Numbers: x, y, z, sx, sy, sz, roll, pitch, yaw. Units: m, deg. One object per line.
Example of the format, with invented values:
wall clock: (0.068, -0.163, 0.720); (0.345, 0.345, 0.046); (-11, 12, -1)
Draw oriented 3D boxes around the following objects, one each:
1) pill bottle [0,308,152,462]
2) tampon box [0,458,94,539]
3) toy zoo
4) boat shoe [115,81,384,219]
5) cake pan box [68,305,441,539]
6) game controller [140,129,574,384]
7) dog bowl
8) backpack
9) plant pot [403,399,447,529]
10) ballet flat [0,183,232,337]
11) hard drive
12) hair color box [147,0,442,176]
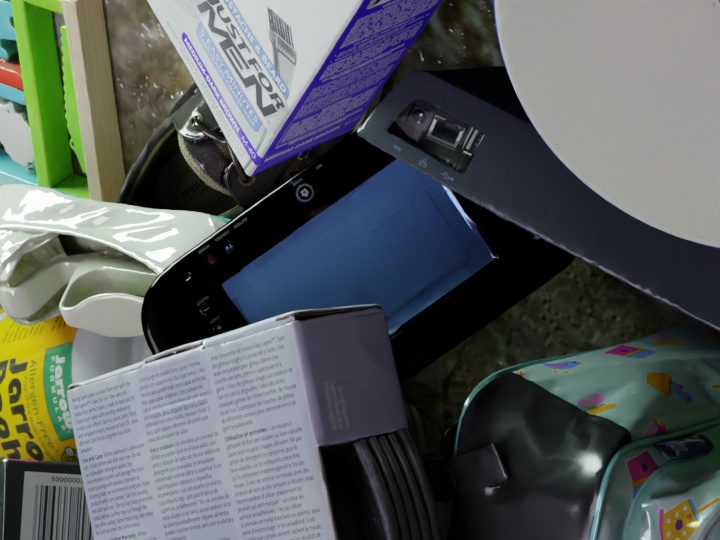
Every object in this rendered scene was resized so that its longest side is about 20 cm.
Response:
pill bottle: (-0.122, 0.060, 1.520); (0.200, 0.113, 0.113); (-14, 108, 48)
tampon box: (-0.107, 0.166, 1.433); (0.200, 0.149, 0.127); (134, 139, -77)
toy zoo: (-0.208, -0.110, 1.548); (0.200, 0.020, 0.132); (21, 131, 32)
boat shoe: (-0.055, -0.060, 1.404); (0.073, 0.065, 0.200); (48, 141, 4)
cake pan box: (-0.042, 0.119, 1.237); (0.200, 0.052, 0.185); (-20, 82, 54)
game controller: (0.000, 0.000, 1.331); (0.200, 0.042, 0.104); (-35, 94, 7)
dog bowl: (0.152, -0.109, 1.105); (0.199, 0.079, 0.201); (8, 123, 12)
backpack: (0.131, 0.119, 1.248); (0.153, 0.200, 0.176); (21, 114, 32)
plant pot: (0.016, 0.145, 1.434); (0.092, 0.201, 0.201); (3, 132, -7)
ballet flat: (-0.136, 0.000, 1.429); (0.200, 0.069, 0.070); (6, 122, 39)
hard drive: (0.110, -0.029, 1.223); (0.200, 0.135, 0.042); (29, 105, 18)
hair color box: (-0.025, -0.131, 1.237); (0.110, 0.065, 0.200); (60, 154, 11)
